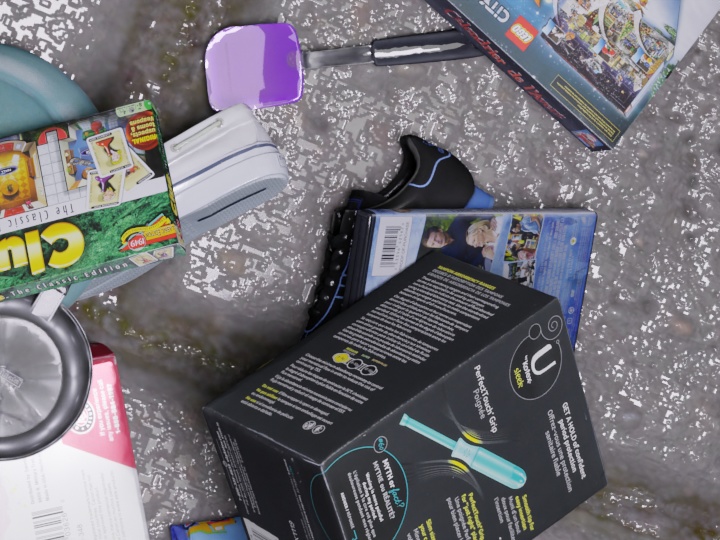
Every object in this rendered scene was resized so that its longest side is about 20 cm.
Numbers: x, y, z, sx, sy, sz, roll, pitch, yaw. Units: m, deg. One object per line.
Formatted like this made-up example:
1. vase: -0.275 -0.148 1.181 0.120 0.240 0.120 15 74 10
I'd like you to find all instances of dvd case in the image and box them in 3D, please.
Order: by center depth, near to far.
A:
1. dvd case: 0.069 0.029 1.766 0.200 0.018 0.143 -1 106 -38

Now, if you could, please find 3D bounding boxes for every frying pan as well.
1. frying pan: -0.194 0.042 1.657 0.190 0.031 0.115 -36 101 -1

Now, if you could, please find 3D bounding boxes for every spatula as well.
1. spatula: -0.005 -0.144 1.775 0.200 0.021 0.057 -8 95 -17

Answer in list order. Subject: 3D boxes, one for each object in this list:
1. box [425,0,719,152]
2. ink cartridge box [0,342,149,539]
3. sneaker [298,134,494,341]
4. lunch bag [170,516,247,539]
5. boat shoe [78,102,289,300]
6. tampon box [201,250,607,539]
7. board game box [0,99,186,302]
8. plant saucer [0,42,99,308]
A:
1. box: 0.132 -0.196 1.788 0.200 0.038 0.137 41 79 -14
2. ink cartridge box: -0.247 0.137 1.715 0.200 0.086 0.148 -10 99 -11
3. sneaker: 0.000 0.000 1.772 0.078 0.070 0.200 42 78 -13
4. lunch bag: -0.044 0.269 1.789 0.150 0.094 0.200 -6 110 -13
5. boat shoe: -0.146 -0.042 1.737 0.200 0.074 0.067 -25 70 -4
6. tampon box: 0.030 0.109 1.666 0.200 0.126 0.150 -33 123 -27
7. board game box: -0.215 -0.033 1.645 0.200 0.023 0.105 -15 68 2
8. plant saucer: -0.253 -0.050 1.687 0.200 0.027 0.200 0 85 4
